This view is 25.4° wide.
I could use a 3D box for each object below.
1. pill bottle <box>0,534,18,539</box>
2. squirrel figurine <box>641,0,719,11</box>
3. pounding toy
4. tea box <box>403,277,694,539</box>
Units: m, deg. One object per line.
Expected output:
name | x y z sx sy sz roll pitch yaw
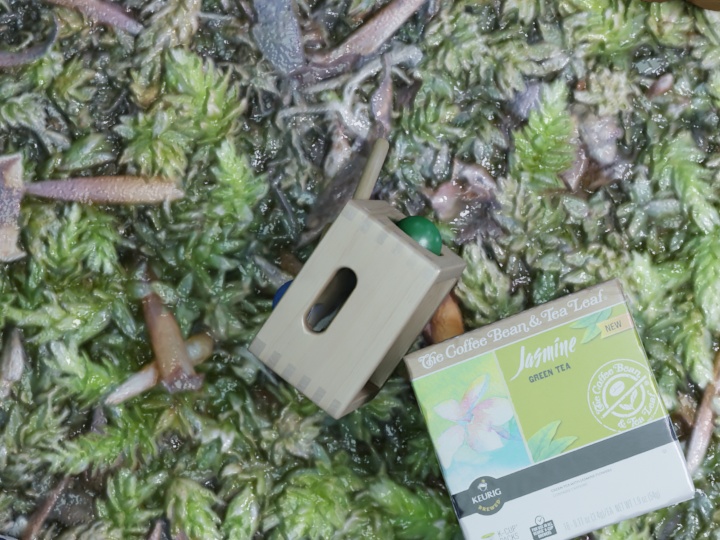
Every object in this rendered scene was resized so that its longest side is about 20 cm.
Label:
pill bottle | -0.357 0.290 1.419 0.114 0.200 0.117 -1 85 9
squirrel figurine | 0.294 -0.338 1.423 0.197 0.142 0.189 -8 78 4
pounding toy | 0.000 0.000 1.419 0.142 0.184 0.201 36 99 9
tea box | 0.164 0.134 1.396 0.198 0.134 0.199 -21 82 5
